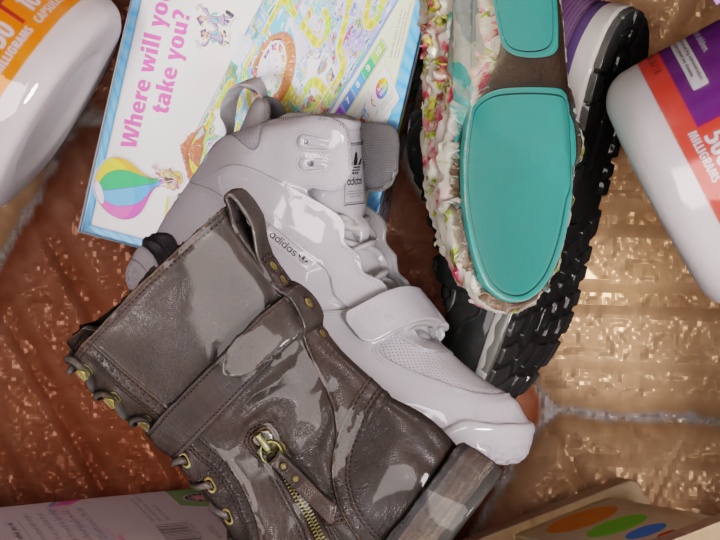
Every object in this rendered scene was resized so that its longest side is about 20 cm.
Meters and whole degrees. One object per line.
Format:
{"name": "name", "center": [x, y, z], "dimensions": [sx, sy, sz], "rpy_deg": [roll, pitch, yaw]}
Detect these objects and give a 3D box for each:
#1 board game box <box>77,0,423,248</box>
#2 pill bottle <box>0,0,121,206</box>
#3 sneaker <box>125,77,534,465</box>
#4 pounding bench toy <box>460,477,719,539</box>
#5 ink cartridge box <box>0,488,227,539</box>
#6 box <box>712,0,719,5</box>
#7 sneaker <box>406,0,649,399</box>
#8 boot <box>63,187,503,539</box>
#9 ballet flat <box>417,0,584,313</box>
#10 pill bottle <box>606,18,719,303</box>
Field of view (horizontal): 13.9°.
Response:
{"name": "board game box", "center": [-0.039, -0.098, 1.334], "dimensions": [0.134, 0.034, 0.201], "rpy_deg": [15, 100, 7]}
{"name": "pill bottle", "center": [-0.216, -0.124, 1.319], "dimensions": [0.200, 0.113, 0.113], "rpy_deg": [33, 101, 3]}
{"name": "sneaker", "center": [0.000, 0.000, 1.270], "dimensions": [0.200, 0.075, 0.115], "rpy_deg": [28, 101, 21]}
{"name": "pounding bench toy", "center": [0.116, 0.207, 1.280], "dimensions": [0.124, 0.156, 0.200], "rpy_deg": [-19, 97, -19]}
{"name": "ink cartridge box", "center": [-0.133, 0.146, 1.304], "dimensions": [0.199, 0.117, 0.068], "rpy_deg": [-4, 99, -14]}
{"name": "box", "center": [0.226, -0.180, 1.228], "dimensions": [0.200, 0.137, 0.039], "rpy_deg": [-31, 92, 11]}
{"name": "sneaker", "center": [0.058, -0.033, 1.318], "dimensions": [0.087, 0.076, 0.200], "rpy_deg": [21, 98, 22]}
{"name": "boot", "center": [-0.055, 0.086, 1.226], "dimensions": [0.174, 0.069, 0.200], "rpy_deg": [41, 107, 3]}
{"name": "ballet flat", "center": [0.053, -0.079, 1.256], "dimensions": [0.075, 0.064, 0.201], "rpy_deg": [5, 82, -30]}
{"name": "pill bottle", "center": [0.212, -0.076, 1.252], "dimensions": [0.200, 0.112, 0.113], "rpy_deg": [-29, 92, 8]}
